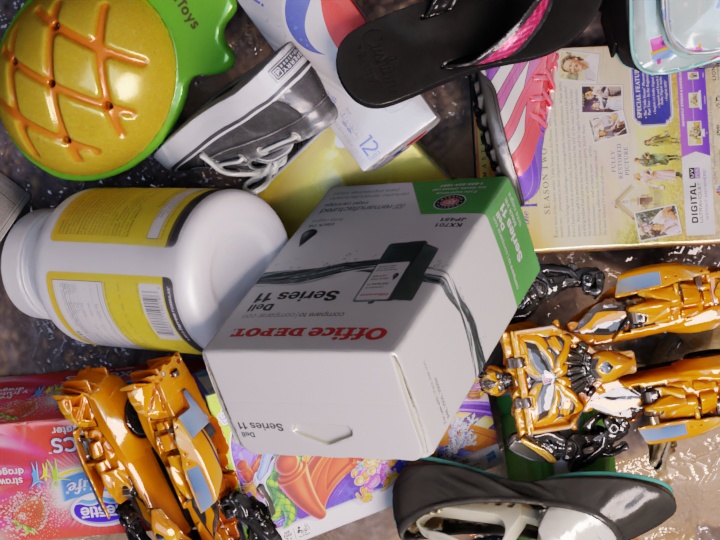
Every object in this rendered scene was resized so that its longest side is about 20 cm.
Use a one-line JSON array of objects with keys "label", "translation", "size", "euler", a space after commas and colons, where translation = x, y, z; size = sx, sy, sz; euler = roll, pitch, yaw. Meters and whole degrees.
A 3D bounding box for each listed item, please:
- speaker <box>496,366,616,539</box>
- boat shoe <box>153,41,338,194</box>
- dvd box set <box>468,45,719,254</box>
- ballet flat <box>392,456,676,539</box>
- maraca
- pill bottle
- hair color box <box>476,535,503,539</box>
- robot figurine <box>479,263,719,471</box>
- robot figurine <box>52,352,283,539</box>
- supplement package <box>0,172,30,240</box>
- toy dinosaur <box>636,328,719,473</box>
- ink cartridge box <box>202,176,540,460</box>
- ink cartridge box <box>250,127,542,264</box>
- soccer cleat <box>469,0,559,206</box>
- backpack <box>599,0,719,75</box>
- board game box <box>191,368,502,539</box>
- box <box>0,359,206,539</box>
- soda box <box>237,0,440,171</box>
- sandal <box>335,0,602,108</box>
[{"label": "speaker", "translation": [0.150, 0.167, 1.219], "size": [0.088, 0.088, 0.200], "euler": [-7, 80, 3]}, {"label": "boat shoe", "translation": [-0.075, -0.093, 1.129], "size": [0.068, 0.074, 0.199], "euler": [49, 146, -11]}, {"label": "dvd box set", "translation": [0.179, -0.086, 1.175], "size": [0.200, 0.029, 0.147], "euler": [-4, 85, 1]}, {"label": "ballet flat", "translation": [0.115, 0.174, 1.143], "size": [0.200, 0.068, 0.068], "euler": [1, 144, 24]}, {"label": "maraca", "translation": [-0.170, -0.145, 1.136], "size": [0.200, 0.107, 0.137], "euler": [-35, 91, 24]}, {"label": "pill bottle", "translation": [-0.153, -0.002, 1.152], "size": [0.200, 0.112, 0.112], "euler": [3, 113, 38]}, {"label": "hair color box", "translation": [0.121, 0.261, 1.301], "size": [0.200, 0.061, 0.100], "euler": [-17, 107, 7]}, {"label": "robot figurine", "translation": [0.182, 0.060, 1.147], "size": [0.200, 0.058, 0.145], "euler": [-11, 93, -1]}, {"label": "robot figurine", "translation": [-0.131, 0.158, 1.146], "size": [0.145, 0.058, 0.200], "euler": [-11, 107, 40]}, {"label": "supplement package", "translation": [-0.356, 0.003, 1.146], "size": [0.147, 0.200, 0.191], "euler": [37, 104, -11]}, {"label": "toy dinosaur", "translation": [0.241, 0.047, 1.238], "size": [0.101, 0.058, 0.200], "euler": [28, 92, -31]}, {"label": "ink cartridge box", "translation": [0.010, 0.027, 1.081], "size": [0.146, 0.200, 0.083], "euler": [-2, 124, 30]}, {"label": "ink cartridge box", "translation": [0.000, 0.000, 1.224], "size": [0.198, 0.047, 0.200], "euler": [-44, 100, 12]}, {"label": "soccer cleat", "translation": [0.109, -0.145, 1.135], "size": [0.073, 0.068, 0.200], "euler": [-10, 80, 1]}, {"label": "backpack", "translation": [0.265, -0.219, 1.094], "size": [0.200, 0.153, 0.176], "euler": [-7, 99, -6]}, {"label": "board game box", "translation": [-0.008, 0.107, 1.193], "size": [0.200, 0.045, 0.135], "euler": [-19, 113, -14]}, {"label": "box", "translation": [-0.188, 0.134, 1.243], "size": [0.200, 0.096, 0.100], "euler": [-5, 109, 2]}, {"label": "soda box", "translation": [-0.028, -0.164, 1.131], "size": [0.063, 0.068, 0.200], "euler": [-36, 89, 8]}, {"label": "sandal", "translation": [0.079, -0.164, 1.082], "size": [0.200, 0.045, 0.075], "euler": [-27, 81, -11]}]
